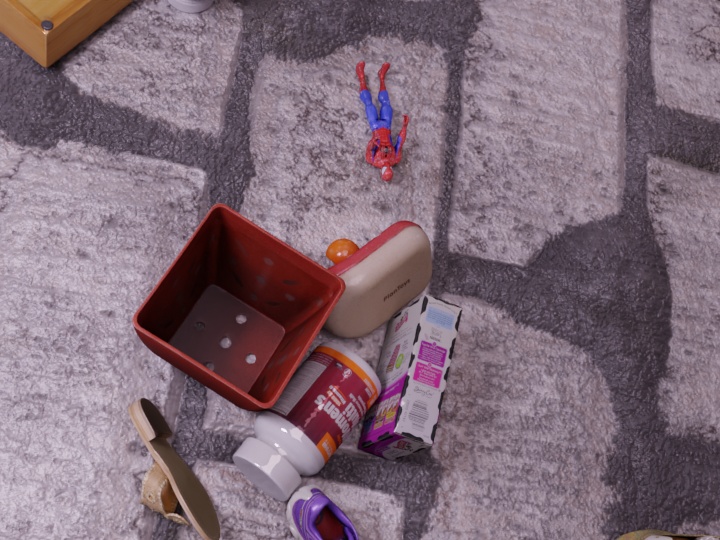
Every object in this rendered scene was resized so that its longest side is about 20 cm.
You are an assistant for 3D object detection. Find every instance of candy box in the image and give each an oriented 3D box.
[{"bbox_3d":[0.067,0.148,1.374,0.061,0.136,0.200,21,66,-14],"label":"candy box"}]

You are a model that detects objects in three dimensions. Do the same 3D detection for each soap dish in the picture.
[{"bbox_3d":[-0.449,-0.413,1.483,0.157,0.081,0.200,40,64,3],"label":"soap dish"}]

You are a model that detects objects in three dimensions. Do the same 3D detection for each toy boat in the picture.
[{"bbox_3d":[0.000,0.000,1.440,0.200,0.131,0.131,-37,52,-25],"label":"toy boat"}]

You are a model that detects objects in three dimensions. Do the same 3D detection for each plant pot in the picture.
[{"bbox_3d":[-0.166,0.070,1.320,0.200,0.176,0.200,32,65,-1],"label":"plant pot"}]

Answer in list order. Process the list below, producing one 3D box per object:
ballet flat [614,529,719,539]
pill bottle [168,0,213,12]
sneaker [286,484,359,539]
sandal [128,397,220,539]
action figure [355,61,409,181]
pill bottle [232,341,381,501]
[{"bbox_3d":[0.447,0.399,1.421,0.200,0.071,0.071,6,68,-13],"label":"ballet flat"},{"bbox_3d":[-0.245,-0.475,1.497,0.111,0.200,0.111,5,69,-13],"label":"pill bottle"},{"bbox_3d":[-0.025,0.366,1.277,0.081,0.083,0.200,-38,106,-22],"label":"sneaker"},{"bbox_3d":[-0.256,0.271,1.291,0.070,0.078,0.212,-34,72,7],"label":"sandal"},{"bbox_3d":[0.036,-0.239,1.543,0.065,0.099,0.200,-2,72,-15],"label":"action figure"},{"bbox_3d":[-0.070,0.199,1.333,0.110,0.110,0.200,39,64,2],"label":"pill bottle"}]
